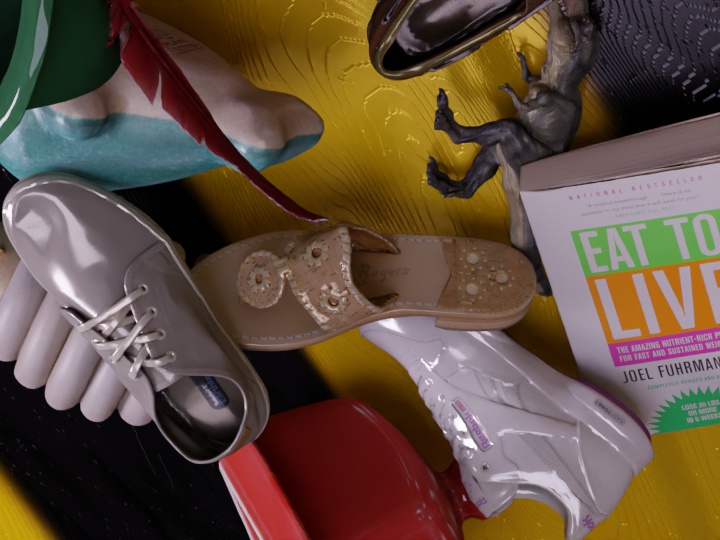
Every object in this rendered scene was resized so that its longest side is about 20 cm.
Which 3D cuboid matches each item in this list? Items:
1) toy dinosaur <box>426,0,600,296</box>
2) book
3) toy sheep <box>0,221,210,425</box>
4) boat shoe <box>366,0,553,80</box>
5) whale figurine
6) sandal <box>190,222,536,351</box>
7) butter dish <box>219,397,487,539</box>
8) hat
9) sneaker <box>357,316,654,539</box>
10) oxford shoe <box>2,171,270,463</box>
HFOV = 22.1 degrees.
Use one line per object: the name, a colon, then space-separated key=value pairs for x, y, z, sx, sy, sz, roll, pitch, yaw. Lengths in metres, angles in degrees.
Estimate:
toy dinosaur: x=0.084 y=-0.068 z=1.067 sx=0.088 sy=0.048 sz=0.201 roll=6 pitch=123 yaw=-1
book: x=0.182 y=0.010 z=1.080 sx=0.133 sy=0.048 sz=0.201 roll=-11 pitch=128 yaw=17
toy sheep: x=-0.150 y=0.027 z=1.110 sx=0.199 sy=0.138 sz=0.138 roll=23 pitch=121 yaw=-3
boat shoe: x=0.086 y=-0.168 z=0.995 sx=0.072 sy=0.068 sz=0.200 roll=43 pitch=116 yaw=-13
whale figurine: x=-0.124 y=-0.082 z=1.028 sx=0.199 sy=0.159 sz=0.104 roll=19 pitch=109 yaw=17
sandal: x=-0.001 y=-0.005 z=1.051 sx=0.210 sy=0.078 sz=0.070 roll=-1 pitch=149 yaw=-7
butter dish: x=0.014 y=0.164 z=1.147 sx=0.147 sy=0.200 sz=0.200 roll=-27 pitch=128 yaw=-9
hat: x=-0.128 y=-0.132 z=0.937 sx=0.165 sy=0.175 sz=0.201 roll=13 pitch=102 yaw=50
sneaker: x=0.072 y=0.085 z=1.101 sx=0.199 sy=0.075 sz=0.100 roll=32 pitch=78 yaw=13
oxford shoe: x=-0.121 y=0.028 z=1.013 sx=0.075 sy=0.058 sz=0.200 roll=-32 pitch=108 yaw=20
